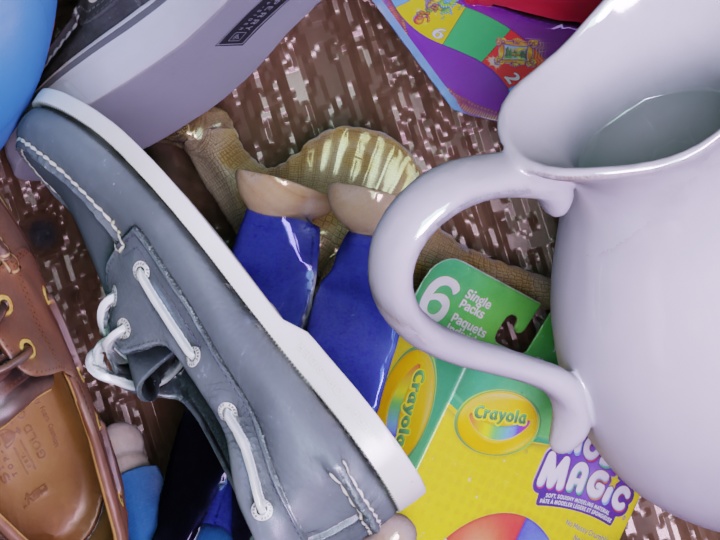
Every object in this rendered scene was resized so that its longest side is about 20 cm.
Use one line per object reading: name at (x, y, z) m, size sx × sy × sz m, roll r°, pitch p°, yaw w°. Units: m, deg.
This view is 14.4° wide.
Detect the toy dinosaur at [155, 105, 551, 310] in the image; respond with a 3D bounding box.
toy dinosaur at (0.000, 0.000, 1.058) m, size 0.200 × 0.058 × 0.101 m, roll 23°, pitch 87°, yaw -2°

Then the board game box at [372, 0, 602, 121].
board game box at (0.069, -0.144, 1.026) m, size 0.158 × 0.039 × 0.200 m, roll -27°, pitch 62°, yaw -13°

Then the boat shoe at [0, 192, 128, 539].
boat shoe at (-0.126, 0.027, 0.931) m, size 0.072 × 0.068 × 0.200 m, roll -33°, pitch 125°, yaw -10°

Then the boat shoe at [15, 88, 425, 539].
boat shoe at (-0.062, 0.019, 0.946) m, size 0.062 × 0.073 × 0.200 m, roll -40°, pitch 67°, yaw -6°

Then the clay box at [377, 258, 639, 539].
clay box at (0.033, 0.106, 1.033) m, size 0.115 × 0.048 × 0.200 m, roll 27°, pitch 88°, yaw -42°

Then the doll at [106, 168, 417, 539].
doll at (-0.038, 0.068, 0.996) m, size 0.136 × 0.048 × 0.200 m, roll 10°, pitch 82°, yaw 32°

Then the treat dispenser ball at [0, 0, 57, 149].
treat dispenser ball at (-0.204, -0.103, 0.981) m, size 0.201 × 0.201 × 0.201 m, roll 0°, pitch 89°, yaw -2°

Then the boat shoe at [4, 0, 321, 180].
boat shoe at (-0.061, -0.101, 1.010) m, size 0.200 × 0.069 × 0.057 m, roll -37°, pitch 69°, yaw 33°

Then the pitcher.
pitcher at (0.097, 0.010, 0.963) m, size 0.171 × 0.121 × 0.200 m, roll -31°, pitch 132°, yaw -7°
